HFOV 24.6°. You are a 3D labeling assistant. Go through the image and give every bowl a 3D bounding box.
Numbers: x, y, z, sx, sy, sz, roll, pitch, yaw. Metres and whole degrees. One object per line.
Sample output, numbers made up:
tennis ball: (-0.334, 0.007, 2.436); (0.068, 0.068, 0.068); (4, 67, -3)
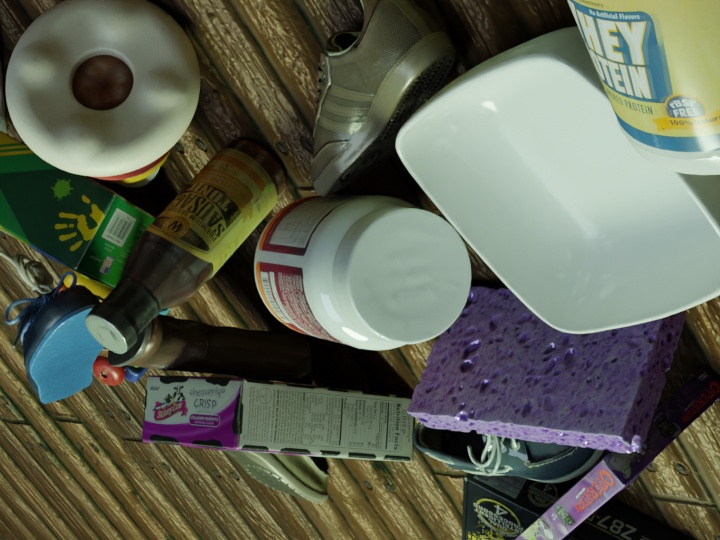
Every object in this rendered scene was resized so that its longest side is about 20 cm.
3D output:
bowl: (0.142, -0.063, 1.045); (0.200, 0.075, 0.200); (47, 149, -14)

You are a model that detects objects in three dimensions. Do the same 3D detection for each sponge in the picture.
sponge: (0.131, 0.068, 1.188); (0.199, 0.112, 0.030); (2, 150, 45)

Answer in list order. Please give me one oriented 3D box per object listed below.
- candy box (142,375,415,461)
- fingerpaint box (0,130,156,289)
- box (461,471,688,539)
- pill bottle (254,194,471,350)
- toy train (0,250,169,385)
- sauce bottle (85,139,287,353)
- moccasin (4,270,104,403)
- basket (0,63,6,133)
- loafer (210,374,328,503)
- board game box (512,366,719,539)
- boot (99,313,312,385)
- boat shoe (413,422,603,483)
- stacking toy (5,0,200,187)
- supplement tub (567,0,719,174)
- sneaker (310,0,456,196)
candy box: (-0.068, 0.127, 1.420); (0.199, 0.061, 0.136); (11, 171, -42)
fingerpaint box: (-0.250, -0.046, 1.397); (0.166, 0.074, 0.200); (28, 177, 17)
box: (0.183, 0.247, 1.430); (0.199, 0.049, 0.162); (24, 148, 19)
pill bottle: (0.000, 0.000, 1.190); (0.110, 0.110, 0.200); (48, 167, -16)
toy train: (-0.268, 0.009, 1.572); (0.200, 0.085, 0.116); (37, 139, 4)
sauce bottle: (-0.134, -0.018, 1.271); (0.066, 0.200, 0.066); (25, 146, 18)
moccasin: (-0.254, 0.051, 1.341); (0.068, 0.080, 0.200); (64, 154, 14)
basket: (-0.434, -0.166, 1.436); (0.198, 0.161, 0.200); (30, 150, 12)
loafer: (-0.090, 0.161, 1.592); (0.075, 0.069, 0.200); (10, 155, 45)
board game box: (0.186, 0.151, 1.231); (0.032, 0.120, 0.200); (51, 152, 12)
boot: (-0.117, 0.064, 1.395); (0.199, 0.065, 0.186); (12, 176, -19)
boat shoe: (0.116, 0.128, 1.316); (0.062, 0.075, 0.200); (12, 170, -31)
stacking toy: (-0.193, -0.119, 1.309); (0.146, 0.146, 0.200); (34, 167, 8)
supplement tub: (0.168, -0.164, 0.816); (0.144, 0.145, 0.200); (5, 136, 43)
sneaker: (0.004, -0.126, 1.136); (0.076, 0.070, 0.200); (55, 147, 10)
